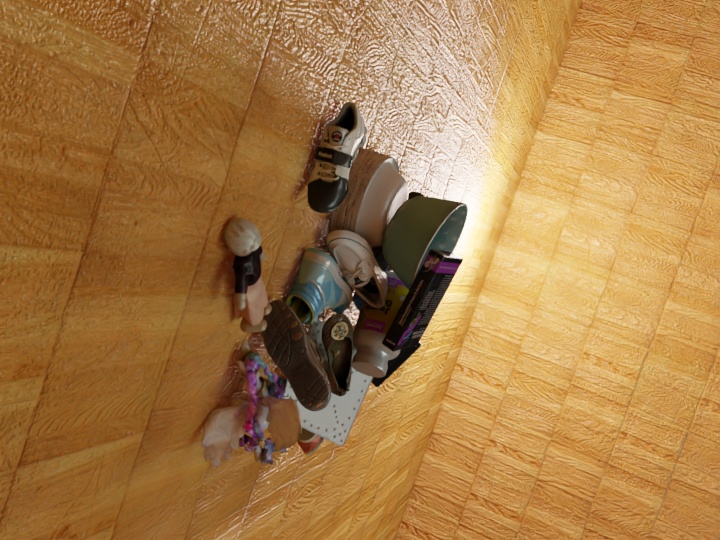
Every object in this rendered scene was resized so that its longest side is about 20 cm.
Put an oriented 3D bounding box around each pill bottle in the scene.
[{"bbox_3d":[0.044,0.110,1.598,0.105,0.103,0.203,74,30,-62],"label":"pill bottle"}]

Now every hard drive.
[{"bbox_3d":[0.067,0.177,1.805,0.139,0.033,0.200,-44,-167,6],"label":"hard drive"}]

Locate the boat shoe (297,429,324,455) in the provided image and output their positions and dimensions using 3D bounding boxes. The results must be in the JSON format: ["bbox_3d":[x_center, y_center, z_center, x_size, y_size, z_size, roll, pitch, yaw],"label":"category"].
[{"bbox_3d":[-0.076,0.325,1.768,0.201,0.070,0.063,-52,144,-34],"label":"boat shoe"}]

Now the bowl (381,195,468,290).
[{"bbox_3d":[0.114,-0.063,1.514,0.201,0.104,0.202,-49,158,-27],"label":"bowl"}]

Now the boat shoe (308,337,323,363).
[{"bbox_3d":[-0.107,0.169,1.463,0.075,0.066,0.200,-63,149,-20],"label":"boat shoe"}]

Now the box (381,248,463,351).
[{"bbox_3d":[0.119,0.057,1.494,0.202,0.036,0.143,-64,160,9],"label":"box"}]

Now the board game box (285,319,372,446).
[{"bbox_3d":[-0.069,0.228,1.590,0.199,0.026,0.202,34,74,-36],"label":"board game box"}]

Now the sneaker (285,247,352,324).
[{"bbox_3d":[-0.083,0.060,1.462,0.132,0.079,0.201,-65,152,-22],"label":"sneaker"}]

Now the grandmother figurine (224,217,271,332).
[{"bbox_3d":[-0.171,0.007,1.181,0.122,0.059,0.202,-91,179,-46],"label":"grandmother figurine"}]

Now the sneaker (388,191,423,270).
[{"bbox_3d":[0.099,-0.087,1.854,0.202,0.075,0.114,-66,164,-3],"label":"sneaker"}]

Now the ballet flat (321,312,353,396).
[{"bbox_3d":[-0.040,0.169,1.514,0.066,0.046,0.202,-12,128,-19],"label":"ballet flat"}]

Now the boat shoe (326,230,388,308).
[{"bbox_3d":[0.000,0.000,1.491,0.200,0.073,0.066,45,33,-42],"label":"boat shoe"}]

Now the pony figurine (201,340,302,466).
[{"bbox_3d":[-0.173,0.243,1.316,0.201,0.164,0.195,80,3,-52],"label":"pony figurine"}]

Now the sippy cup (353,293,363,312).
[{"bbox_3d":[0.055,0.080,1.771,0.177,0.131,0.140,-32,-162,37],"label":"sippy cup"}]

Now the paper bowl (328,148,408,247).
[{"bbox_3d":[0.024,-0.128,1.536,0.202,0.103,0.202,-57,160,-35],"label":"paper bowl"}]

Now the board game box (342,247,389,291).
[{"bbox_3d":[0.044,-0.050,1.659,0.151,0.037,0.201,-33,-162,51],"label":"board game box"}]

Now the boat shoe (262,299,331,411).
[{"bbox_3d":[-0.111,0.147,1.346,0.075,0.202,0.072,-24,173,3],"label":"boat shoe"}]

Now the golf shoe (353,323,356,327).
[{"bbox_3d":[-0.028,0.189,1.773,0.201,0.074,0.092,-61,157,-30],"label":"golf shoe"}]

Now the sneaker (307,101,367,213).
[{"bbox_3d":[-0.046,-0.195,1.312,0.089,0.073,0.203,75,29,-61],"label":"sneaker"}]
